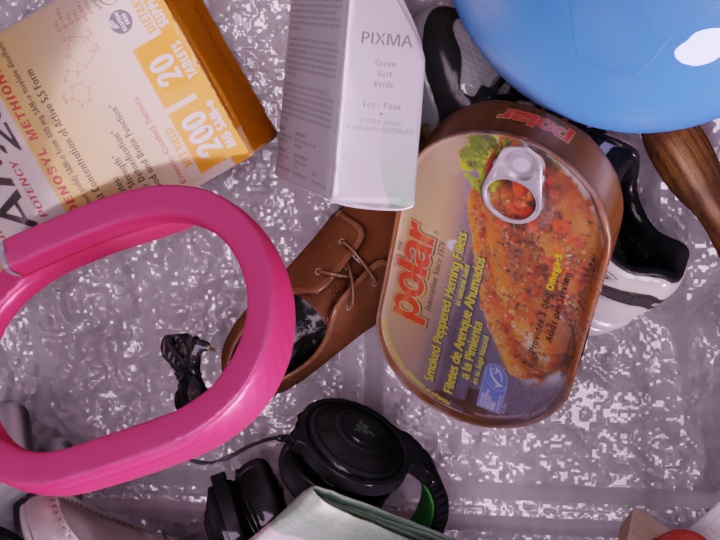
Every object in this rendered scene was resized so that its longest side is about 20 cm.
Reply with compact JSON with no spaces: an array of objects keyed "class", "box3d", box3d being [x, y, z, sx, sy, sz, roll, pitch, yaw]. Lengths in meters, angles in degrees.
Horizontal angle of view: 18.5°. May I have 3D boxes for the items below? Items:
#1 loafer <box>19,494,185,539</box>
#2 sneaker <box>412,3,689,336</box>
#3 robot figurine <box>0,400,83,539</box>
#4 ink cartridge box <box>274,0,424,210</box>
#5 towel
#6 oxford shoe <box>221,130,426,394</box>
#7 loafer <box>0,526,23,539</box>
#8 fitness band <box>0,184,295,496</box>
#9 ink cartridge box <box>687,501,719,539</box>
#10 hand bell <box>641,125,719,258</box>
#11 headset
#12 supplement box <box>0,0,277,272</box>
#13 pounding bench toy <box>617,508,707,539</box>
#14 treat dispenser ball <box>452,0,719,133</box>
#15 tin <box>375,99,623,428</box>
[{"class":"loafer","box3d":[-0.111,0.169,1.213,0.070,0.070,0.200,-34,138,12]},{"class":"sneaker","box3d":[0.102,-0.063,1.156,0.087,0.076,0.201,-23,108,46]},{"class":"robot figurine","box3d":[-0.250,0.158,1.250,0.199,0.113,0.170,-35,125,14]},{"class":"ink cartridge box","box3d":[-0.002,-0.138,1.128,0.050,0.161,0.202,6,96,-12]},{"class":"towel","box3d":[-0.047,0.199,1.205,0.200,0.152,0.023,-42,50,19]},{"class":"oxford shoe","box3d":[0.000,0.000,1.201,0.071,0.071,0.200,43,103,0]},{"class":"loafer","box3d":[-0.233,0.231,1.176,0.072,0.072,0.201,21,110,0]},{"class":"fitness band","box3d":[-0.126,0.035,1.133,0.199,0.037,0.145,-20,64,19]},{"class":"ink cartridge box","box3d":[0.211,0.202,1.218,0.146,0.048,0.200,45,104,-2]},{"class":"hand bell","box3d":[0.200,-0.012,1.171,0.104,0.104,0.201,-30,82,14]},{"class":"headset","box3d":[-0.038,0.109,1.200,0.123,0.094,0.200,-36,134,13]},{"class":"supplement box","box3d":[-0.164,-0.076,1.209,0.199,0.074,0.127,-29,96,14]},{"class":"pounding bench toy","box3d":[0.187,0.244,1.144,0.199,0.124,0.157,34,106,1]},{"class":"treat dispenser ball","box3d":[0.138,-0.168,1.077,0.199,0.201,0.203,2,102,9]},{"class":"tin","box3d":[0.070,-0.001,1.136,0.111,0.042,0.201,18,134,7]}]
